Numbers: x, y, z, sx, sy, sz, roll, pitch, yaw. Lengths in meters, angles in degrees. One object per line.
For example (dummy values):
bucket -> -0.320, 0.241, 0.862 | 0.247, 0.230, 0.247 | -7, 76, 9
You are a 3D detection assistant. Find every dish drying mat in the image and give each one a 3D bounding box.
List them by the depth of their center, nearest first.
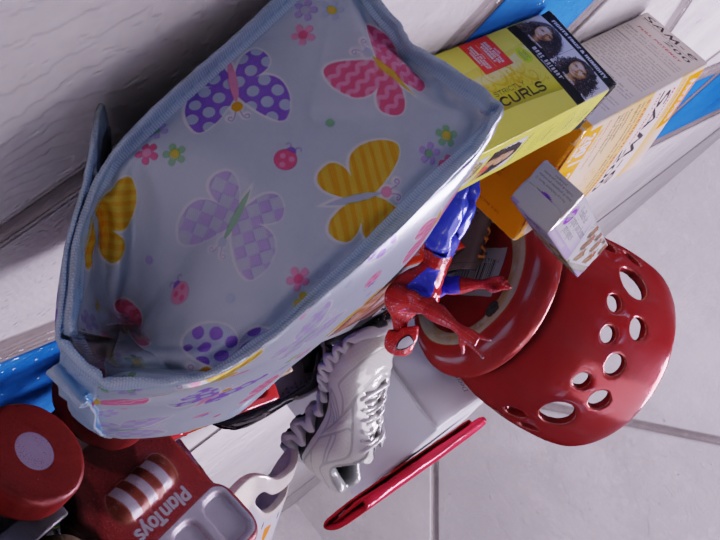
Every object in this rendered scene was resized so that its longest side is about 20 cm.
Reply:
dish drying mat -> 0.047, 0.201, 1.280 | 0.200, 0.018, 0.077 | -27, 166, -46

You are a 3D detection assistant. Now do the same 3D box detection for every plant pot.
plant pot -> 0.162, 0.045, 1.198 | 0.182, 0.201, 0.200 | 26, 125, -32

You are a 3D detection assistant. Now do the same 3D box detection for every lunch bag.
lunch bag -> -0.056, -0.015, 0.555 | 0.200, 0.127, 0.170 | -46, 175, -15

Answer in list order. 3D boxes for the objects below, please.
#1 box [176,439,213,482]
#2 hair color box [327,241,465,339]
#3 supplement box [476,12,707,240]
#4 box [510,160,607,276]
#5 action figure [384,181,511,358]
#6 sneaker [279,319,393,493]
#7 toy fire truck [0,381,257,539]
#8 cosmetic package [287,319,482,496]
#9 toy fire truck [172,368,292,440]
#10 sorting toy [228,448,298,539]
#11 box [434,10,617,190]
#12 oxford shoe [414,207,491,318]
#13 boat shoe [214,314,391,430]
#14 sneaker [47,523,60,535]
box -> -0.203, 0.199, 1.091 | 0.100, 0.096, 0.200 | -40, 171, 4
hair color box -> 0.000, 0.000, 1.022 | 0.101, 0.061, 0.200 | -42, 169, 24
supplement box -> 0.182, -0.120, 1.045 | 0.200, 0.074, 0.126 | -30, 157, -42
box -> 0.157, -0.036, 0.989 | 0.039, 0.041, 0.200 | -47, 163, 4
action figure -> 0.085, -0.016, 0.934 | 0.200, 0.099, 0.065 | -63, 161, 9
sneaker -> -0.003, 0.121, 1.136 | 0.075, 0.081, 0.200 | -20, 148, -38
toy fire truck -> -0.163, 0.155, 0.770 | 0.112, 0.168, 0.200 | -45, 179, 33
cosmetic package -> 0.046, 0.100, 1.353 | 0.200, 0.166, 0.167 | -27, 166, -45
toy fire truck -> -0.104, 0.088, 0.973 | 0.141, 0.049, 0.200 | -24, 176, 21
sorting toy -> -0.116, 0.242, 1.128 | 0.180, 0.107, 0.200 | -62, 168, 12
box -> 0.074, -0.101, 0.790 | 0.200, 0.075, 0.050 | -28, 164, -44
oxford shoe -> 0.095, -0.041, 1.140 | 0.200, 0.073, 0.071 | -44, 169, 10
boat shoe -> -0.057, 0.080, 1.169 | 0.200, 0.074, 0.060 | -30, 175, -1
sneaker -> -0.242, 0.197, 0.909 | 0.085, 0.078, 0.200 | -31, 142, 21
